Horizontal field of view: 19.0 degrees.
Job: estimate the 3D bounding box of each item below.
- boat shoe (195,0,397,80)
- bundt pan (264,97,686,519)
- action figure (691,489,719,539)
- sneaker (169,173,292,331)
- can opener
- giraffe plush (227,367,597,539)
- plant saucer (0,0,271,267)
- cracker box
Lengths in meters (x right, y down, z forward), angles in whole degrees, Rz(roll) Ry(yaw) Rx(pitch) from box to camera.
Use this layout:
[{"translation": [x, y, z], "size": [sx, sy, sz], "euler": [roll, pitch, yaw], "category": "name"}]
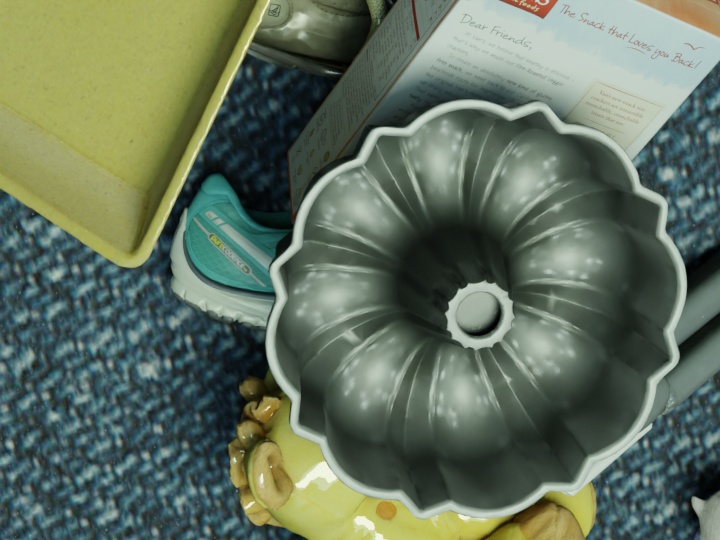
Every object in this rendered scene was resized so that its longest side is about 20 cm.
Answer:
[{"translation": [0.005, -0.124, 1.093], "size": [0.198, 0.065, 0.074], "euler": [1, 108, -8], "category": "boat shoe"}, {"translation": [0.048, 0.010, 1.013], "size": [0.200, 0.076, 0.204], "euler": [-3, 107, -10], "category": "bundt pan"}, {"translation": [0.274, 0.154, 1.204], "size": [0.192, 0.105, 0.201], "euler": [21, 107, -23], "category": "action figure"}, {"translation": [0.000, 0.000, 1.132], "size": [0.198, 0.078, 0.080], "euler": [12, 98, -11], "category": "sneaker"}, {"translation": [0.162, 0.051, 1.126], "size": [0.200, 0.066, 0.053], "euler": [-36, 112, -36], "category": "can opener"}, {"translation": [0.006, 0.113, 1.116], "size": [0.199, 0.172, 0.163], "euler": [-34, 110, -12], "category": "giraffe plush"}, {"translation": [-0.134, -0.134, 1.046], "size": [0.199, 0.048, 0.201], "euler": [32, 103, 17], "category": "plant saucer"}, {"translation": [0.068, -0.084, 1.056], "size": [0.133, 0.058, 0.200], "euler": [20, 132, -24], "category": "cracker box"}]
